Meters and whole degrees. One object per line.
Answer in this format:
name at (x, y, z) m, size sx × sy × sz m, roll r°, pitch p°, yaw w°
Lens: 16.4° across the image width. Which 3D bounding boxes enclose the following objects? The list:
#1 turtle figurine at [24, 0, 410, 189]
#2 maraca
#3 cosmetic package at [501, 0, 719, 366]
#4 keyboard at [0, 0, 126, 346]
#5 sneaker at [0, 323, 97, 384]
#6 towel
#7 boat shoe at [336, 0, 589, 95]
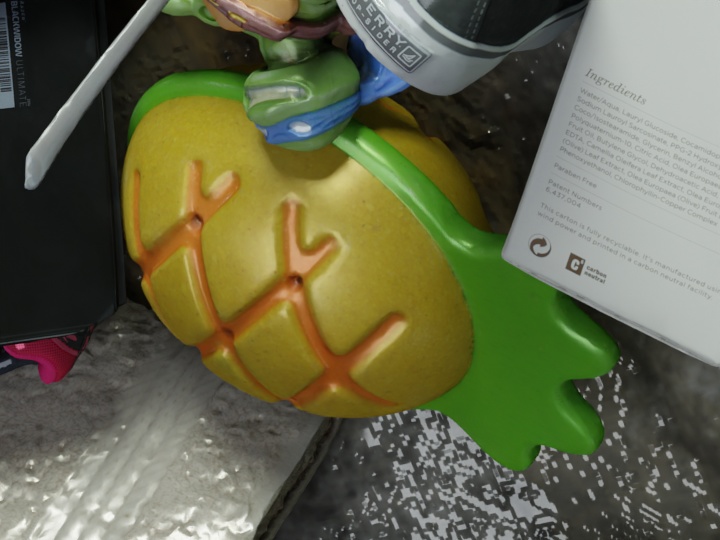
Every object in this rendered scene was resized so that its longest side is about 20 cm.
turtle figurine at (-0.074, -0.124, 0.763) m, size 0.198 × 0.144 × 0.196 m, roll -10°, pitch 96°, yaw -5°
maraca at (0.000, 0.000, 0.867) m, size 0.199 × 0.107 × 0.138 m, roll 28°, pitch 147°, yaw 19°
cosmetic package at (0.122, -0.088, 0.764) m, size 0.084 × 0.108 × 0.201 m, roll 27°, pitch 124°, yaw 14°
keyboard at (-0.146, -0.070, 0.839) m, size 0.021 × 0.126 × 0.202 m, roll -158°, pitch 62°, yaw -67°
sneaker at (-0.183, 0.009, 0.961) m, size 0.199 × 0.075 × 0.081 m, roll -9°, pitch 148°, yaw 34°
towel at (-0.108, 0.098, 0.930) m, size 0.132 × 0.201 × 0.035 m, roll 23°, pitch 150°, yaw 17°
boat shoe at (0.048, -0.104, 0.745) m, size 0.069 × 0.200 × 0.057 m, roll 45°, pitch 115°, yaw -3°
